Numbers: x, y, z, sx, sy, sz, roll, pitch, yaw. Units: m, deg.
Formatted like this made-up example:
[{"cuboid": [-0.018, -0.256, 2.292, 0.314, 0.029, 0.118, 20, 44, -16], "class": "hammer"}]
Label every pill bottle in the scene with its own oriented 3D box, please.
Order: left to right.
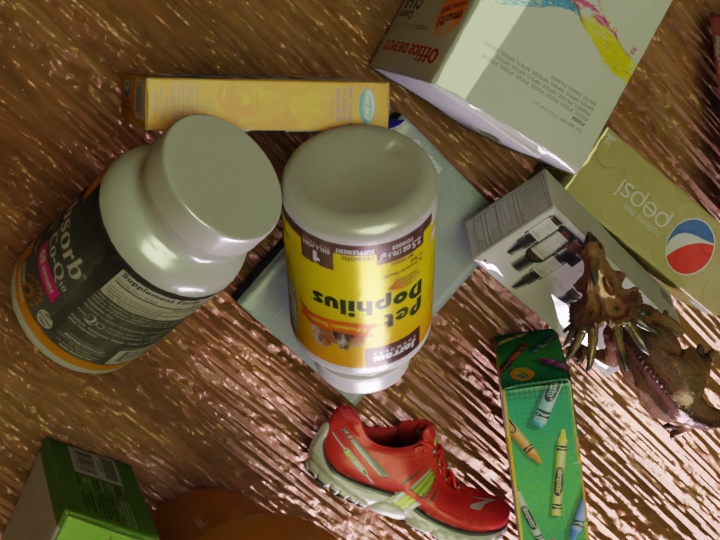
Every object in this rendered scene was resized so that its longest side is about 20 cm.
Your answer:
[{"cuboid": [-0.150, -0.017, 0.884, 0.116, 0.117, 0.200, 34, 134, -23], "class": "pill bottle"}, {"cuboid": [0.000, 0.000, 0.926, 0.109, 0.110, 0.201, -18, 141, -14], "class": "pill bottle"}]

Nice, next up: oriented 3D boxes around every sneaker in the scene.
[{"cuboid": [0.052, 0.171, 1.073, 0.199, 0.077, 0.085, 24, 95, -23], "class": "sneaker"}]

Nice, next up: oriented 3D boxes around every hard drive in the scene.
[{"cuboid": [0.011, -0.009, 1.038, 0.139, 0.033, 0.200, 43, 87, -23], "class": "hard drive"}]

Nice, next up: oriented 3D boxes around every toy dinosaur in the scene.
[{"cuboid": [0.226, 0.072, 0.984, 0.200, 0.135, 0.086, 43, 95, 13], "class": "toy dinosaur"}]

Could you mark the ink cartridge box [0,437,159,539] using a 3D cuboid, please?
[{"cuboid": [-0.236, 0.249, 0.954, 0.075, 0.148, 0.201, 23, 96, -22], "class": "ink cartridge box"}]

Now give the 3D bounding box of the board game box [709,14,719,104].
[{"cuboid": [0.357, -0.123, 1.104, 0.102, 0.019, 0.202, -9, 93, -28], "class": "board game box"}]

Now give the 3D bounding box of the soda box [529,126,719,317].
[{"cuboid": [0.244, -0.045, 1.094, 0.200, 0.064, 0.068, 36, 90, -24], "class": "soda box"}]

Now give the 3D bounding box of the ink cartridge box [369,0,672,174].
[{"cuboid": [0.129, -0.200, 0.970, 0.144, 0.145, 0.201, 27, 93, -23], "class": "ink cartridge box"}]

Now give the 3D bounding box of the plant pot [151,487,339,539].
[{"cuboid": [-0.100, 0.261, 0.981, 0.199, 0.183, 0.202, -7, 108, -22], "class": "plant pot"}]

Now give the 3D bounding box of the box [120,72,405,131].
[{"cuboid": [-0.069, -0.124, 0.935, 0.198, 0.119, 0.042, -4, 101, -19], "class": "box"}]

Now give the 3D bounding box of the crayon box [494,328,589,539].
[{"cuboid": [0.155, 0.165, 1.080, 0.058, 0.119, 0.202, -8, 107, 5], "class": "crayon box"}]

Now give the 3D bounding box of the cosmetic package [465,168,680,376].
[{"cuboid": [0.179, 0.008, 1.054, 0.082, 0.051, 0.200, -33, 129, 26], "class": "cosmetic package"}]
